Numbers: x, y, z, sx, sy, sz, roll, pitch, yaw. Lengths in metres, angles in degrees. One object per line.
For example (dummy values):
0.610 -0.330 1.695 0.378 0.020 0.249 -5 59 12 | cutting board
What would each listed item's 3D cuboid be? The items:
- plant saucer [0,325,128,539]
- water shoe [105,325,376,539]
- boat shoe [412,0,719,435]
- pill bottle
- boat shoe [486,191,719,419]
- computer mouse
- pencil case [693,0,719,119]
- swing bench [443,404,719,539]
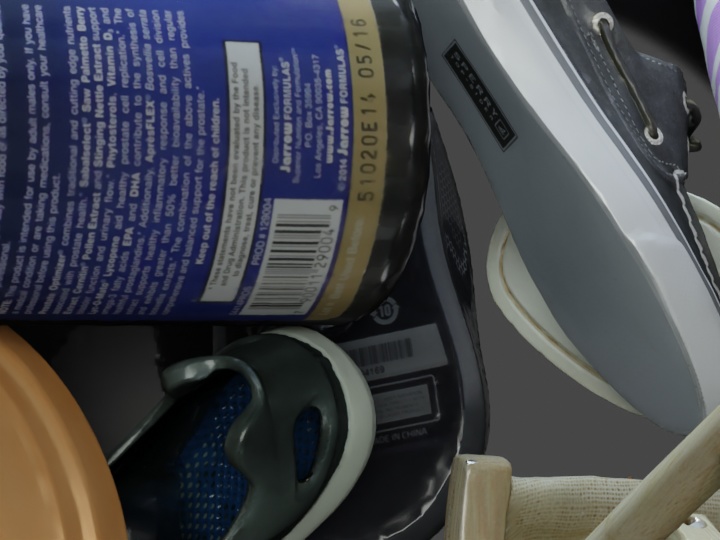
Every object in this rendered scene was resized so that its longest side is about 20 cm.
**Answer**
-0.158 0.100 0.814 0.199 0.037 0.201 -4 82 28 | plant saucer
-0.076 0.095 0.839 0.071 0.079 0.200 43 113 26 | water shoe
0.070 -0.049 0.850 0.066 0.070 0.200 -30 85 -23 | boat shoe
-0.089 -0.040 0.792 0.199 0.112 0.112 1 81 -21 | pill bottle
0.138 0.018 0.882 0.199 0.062 0.075 12 93 24 | boat shoe
0.000 0.000 0.897 0.138 0.053 0.201 -7 73 12 | computer mouse
0.149 -0.061 0.842 0.085 0.084 0.200 -33 42 23 | pencil case
0.147 0.108 0.729 0.198 0.200 0.130 5 78 -19 | swing bench
